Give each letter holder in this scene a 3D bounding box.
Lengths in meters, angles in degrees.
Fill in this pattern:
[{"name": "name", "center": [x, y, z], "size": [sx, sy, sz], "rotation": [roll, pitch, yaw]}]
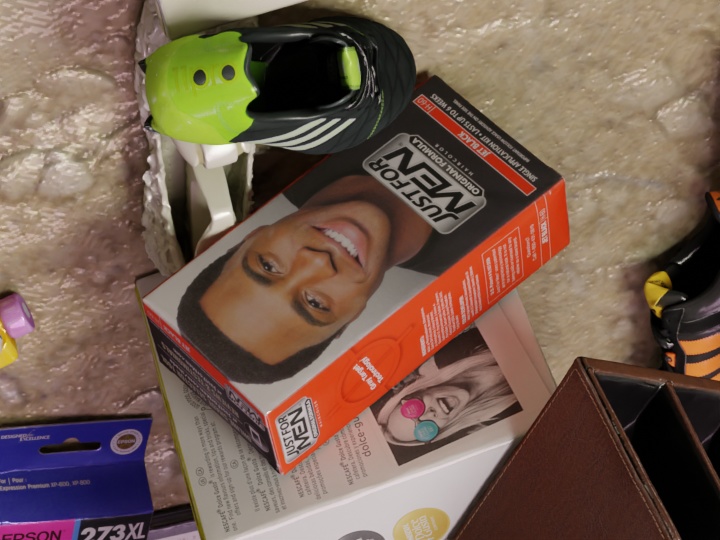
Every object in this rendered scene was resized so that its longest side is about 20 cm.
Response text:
[{"name": "letter holder", "center": [0.121, 0.166, 1.367], "size": [0.101, 0.142, 0.200], "rotation": [11, 127, -30]}]

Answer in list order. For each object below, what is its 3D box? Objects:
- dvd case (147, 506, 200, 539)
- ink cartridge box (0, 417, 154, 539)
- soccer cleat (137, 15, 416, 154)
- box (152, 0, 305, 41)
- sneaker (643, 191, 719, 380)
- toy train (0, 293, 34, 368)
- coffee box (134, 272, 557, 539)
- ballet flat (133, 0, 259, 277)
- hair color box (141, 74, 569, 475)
[{"name": "dvd case", "center": [-0.061, 0.204, 1.728], "size": [0.149, 0.016, 0.200], "rotation": [-12, 137, -9]}, {"name": "ink cartridge box", "center": [-0.176, 0.172, 1.620], "size": [0.095, 0.037, 0.200], "rotation": [-3, 127, -24]}, {"name": "soccer cleat", "center": [-0.021, -0.090, 1.348], "size": [0.081, 0.068, 0.200], "rotation": [-7, -178, 36]}, {"name": "box", "center": [-0.009, -0.181, 1.310], "size": [0.200, 0.068, 0.082], "rotation": [-15, 137, -4]}, {"name": "sneaker", "center": [0.191, 0.031, 1.611], "size": [0.090, 0.070, 0.200], "rotation": [12, 125, -23]}, {"name": "toy train", "center": [-0.255, 0.060, 1.477], "size": [0.200, 0.056, 0.150], "rotation": [27, 120, -39]}, {"name": "coffee box", "center": [0.010, 0.103, 1.513], "size": [0.198, 0.200, 0.200], "rotation": [-20, 136, 0]}, {"name": "ballet flat", "center": [-0.075, -0.059, 1.415], "size": [0.072, 0.072, 0.200], "rotation": [-10, 136, -11]}, {"name": "hair color box", "center": [0.000, 0.000, 1.419], "size": [0.200, 0.102, 0.061], "rotation": [-39, 149, -18]}]
